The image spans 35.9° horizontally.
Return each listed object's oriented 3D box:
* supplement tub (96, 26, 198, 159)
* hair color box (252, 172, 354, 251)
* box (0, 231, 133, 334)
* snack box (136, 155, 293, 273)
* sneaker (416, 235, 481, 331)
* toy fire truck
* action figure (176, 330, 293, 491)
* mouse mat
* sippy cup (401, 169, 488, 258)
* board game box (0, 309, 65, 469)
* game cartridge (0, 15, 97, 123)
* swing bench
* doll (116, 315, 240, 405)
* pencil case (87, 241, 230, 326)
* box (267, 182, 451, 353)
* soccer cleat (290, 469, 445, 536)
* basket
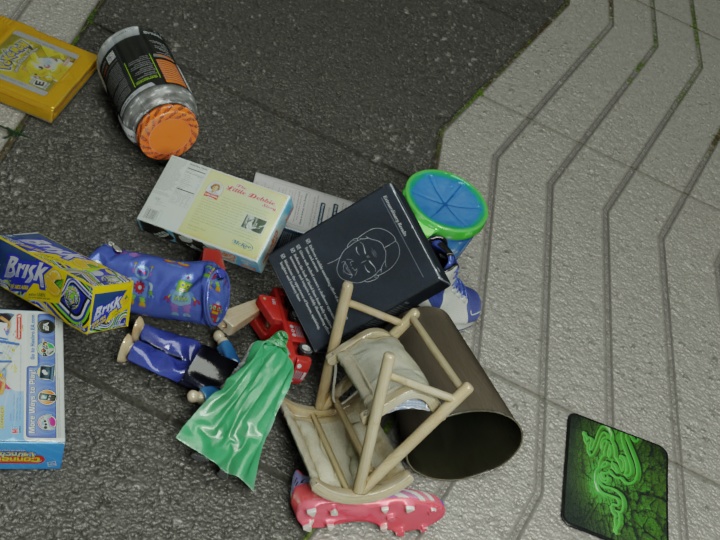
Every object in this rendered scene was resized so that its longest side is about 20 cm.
[{"bbox_3d":[-0.329,-0.275,1.737,0.121,0.123,0.201,-7,51,-29],"label":"supplement tub"},{"bbox_3d":[-0.079,-0.069,1.684,0.197,0.061,0.101,16,46,-7],"label":"hair color box"},{"bbox_3d":[-0.381,0.013,1.410,0.198,0.065,0.070,22,18,33],"label":"box"},{"bbox_3d":[-0.208,-0.083,1.601,0.197,0.037,0.117,20,66,14],"label":"snack box"},{"bbox_3d":[0.118,0.017,1.617,0.198,0.115,0.081,15,39,-39],"label":"sneaker"},{"bbox_3d":[-0.150,0.062,1.513,0.139,0.049,0.201,11,38,-27],"label":"toy fire truck"},{"bbox_3d":[-0.138,0.159,1.392,0.118,0.054,0.201,40,60,-19],"label":"action figure"},{"bbox_3d":[0.358,0.297,1.552,0.159,0.008,0.201,20,42,-4],"label":"mouse mat"},{"bbox_3d":[0.112,-0.062,1.710,0.175,0.131,0.141,-6,49,-29],"label":"sippy cup"},{"bbox_3d":[-0.453,0.137,1.320,0.193,0.056,0.202,4,46,-20],"label":"board game box"},{"bbox_3d":[-0.540,-0.327,1.764,0.198,0.033,0.177,23,42,-2],"label":"game cartridge"},{"bbox_3d":[0.008,0.157,1.371,0.128,0.202,0.199,22,17,-27],"label":"swing bench"},{"bbox_3d":[-0.208,0.123,1.446,0.198,0.049,0.137,24,36,1],"label":"doll"},{"bbox_3d":[-0.269,0.017,1.461,0.197,0.088,0.078,10,8,12],"label":"pencil case"},{"bbox_3d":[0.000,0.000,1.514,0.150,0.198,0.107,62,9,10],"label":"box"},{"bbox_3d":[0.010,0.281,1.376,0.197,0.067,0.077,3,41,-17],"label":"soccer cleat"},{"bbox_3d":[0.104,0.158,1.490,0.178,0.137,0.201,15,35,-36],"label":"basket"}]
